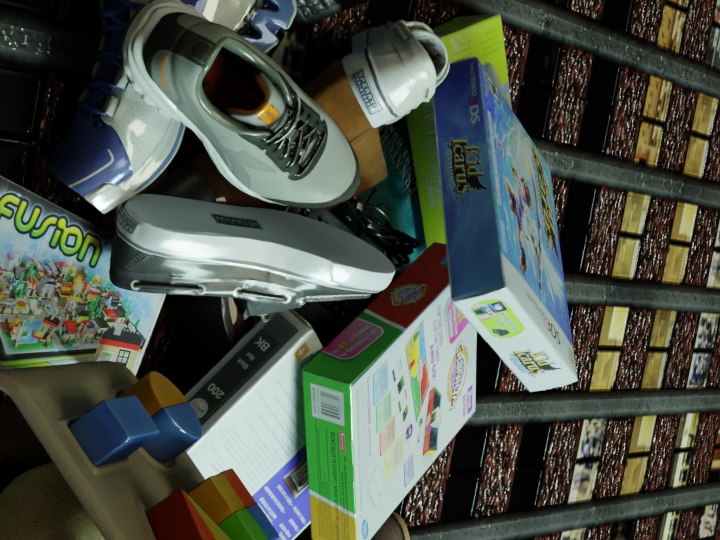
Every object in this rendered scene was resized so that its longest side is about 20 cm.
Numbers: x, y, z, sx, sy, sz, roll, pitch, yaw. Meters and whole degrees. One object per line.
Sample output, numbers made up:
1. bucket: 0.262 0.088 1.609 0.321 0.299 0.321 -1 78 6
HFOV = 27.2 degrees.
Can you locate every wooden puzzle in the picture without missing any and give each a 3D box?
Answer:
1. wooden puzzle: -0.115 0.123 0.875 0.046 0.200 0.185 -41 172 7

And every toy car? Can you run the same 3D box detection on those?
1. toy car: -0.186 0.174 0.886 0.164 0.199 0.159 16 88 -53

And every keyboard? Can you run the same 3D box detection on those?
1. keyboard: 0.000 0.000 1.097 0.200 0.039 0.105 39 71 -52

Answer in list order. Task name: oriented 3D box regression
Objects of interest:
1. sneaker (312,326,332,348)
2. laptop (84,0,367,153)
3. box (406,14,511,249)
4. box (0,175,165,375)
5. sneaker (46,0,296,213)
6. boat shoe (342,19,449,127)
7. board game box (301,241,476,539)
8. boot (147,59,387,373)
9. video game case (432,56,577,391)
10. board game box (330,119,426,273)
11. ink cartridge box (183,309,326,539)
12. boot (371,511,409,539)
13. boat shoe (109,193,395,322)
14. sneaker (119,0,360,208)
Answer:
1. sneaker: -0.006 0.096 1.215 0.200 0.075 0.085 38 78 -45
2. laptop: -0.062 -0.202 1.013 0.177 0.199 0.104 54 22 -46
3. box: 0.087 -0.105 1.255 0.122 0.047 0.201 -33 118 -56
4. box: -0.209 0.013 0.944 0.200 0.035 0.111 31 76 -52
5. sneaker: -0.141 -0.145 0.941 0.200 0.080 0.115 -50 130 -11
6. boat shoe: 0.031 -0.150 1.077 0.072 0.065 0.200 65 10 -5
7. board game box: 0.027 0.092 1.114 0.200 0.040 0.154 -42 139 -48
8. boot: -0.058 -0.030 1.095 0.200 0.068 0.189 -38 123 -34
9. video game case: 0.112 -0.033 1.147 0.181 0.045 0.201 47 34 -55
10. board game box: 0.003 -0.054 1.208 0.136 0.028 0.200 -58 139 -24
11. ink cartridge box: -0.087 0.148 1.081 0.200 0.043 0.198 -45 146 -14
12. boot: -0.041 0.276 1.215 0.166 0.072 0.201 37 75 -53
13. boat shoe: -0.073 0.001 0.985 0.199 0.070 0.067 8 117 -33
14. sneaker: -0.062 -0.091 0.923 0.200 0.079 0.074 36 82 -46
